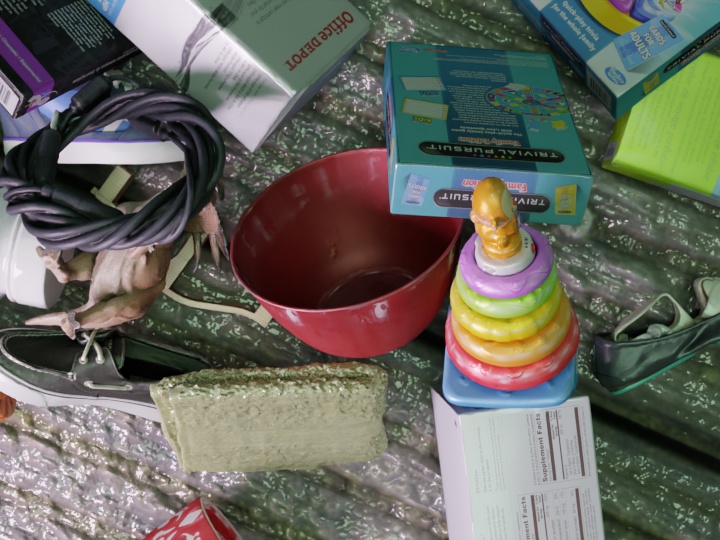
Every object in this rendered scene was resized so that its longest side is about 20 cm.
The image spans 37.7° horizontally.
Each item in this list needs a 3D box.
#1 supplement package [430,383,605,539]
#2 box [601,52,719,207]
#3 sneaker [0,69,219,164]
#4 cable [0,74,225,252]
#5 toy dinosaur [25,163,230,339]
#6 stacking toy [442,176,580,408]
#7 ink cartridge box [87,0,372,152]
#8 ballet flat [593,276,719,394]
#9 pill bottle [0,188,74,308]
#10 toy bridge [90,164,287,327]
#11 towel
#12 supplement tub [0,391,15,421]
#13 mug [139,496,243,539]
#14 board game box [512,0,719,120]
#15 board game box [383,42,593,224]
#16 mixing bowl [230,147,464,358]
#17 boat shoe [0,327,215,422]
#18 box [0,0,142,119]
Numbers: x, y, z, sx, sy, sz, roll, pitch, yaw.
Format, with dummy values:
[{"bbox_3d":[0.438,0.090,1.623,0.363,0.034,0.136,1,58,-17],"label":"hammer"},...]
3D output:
[{"bbox_3d":[0.134,0.201,0.906,0.109,0.156,0.203,-7,93,-4],"label":"supplement package"},{"bbox_3d":[0.333,-0.121,0.954,0.198,0.048,0.123,18,92,-2],"label":"box"},{"bbox_3d":[-0.218,-0.167,0.910,0.197,0.081,0.149,0,97,3],"label":"sneaker"},{"bbox_3d":[-0.190,-0.081,0.796,0.162,0.200,0.051,-32,138,-20],"label":"cable"},{"bbox_3d":[-0.181,-0.006,0.865,0.086,0.135,0.200,47,106,20],"label":"toy dinosaur"},{"bbox_3d":[0.108,0.005,0.791,0.108,0.201,0.117,-2,48,12],"label":"stacking toy"},{"bbox_3d":[-0.110,-0.219,0.877,0.200,0.145,0.084,42,134,-4],"label":"ink cartridge box"},{"bbox_3d":[0.300,0.046,0.952,0.198,0.073,0.074,-22,93,1],"label":"ballet flat"},{"bbox_3d":[-0.351,-0.034,0.895,0.197,0.113,0.115,13,92,-3],"label":"pill bottle"},{"bbox_3d":[-0.161,-0.012,0.947,0.199,0.027,0.068,37,92,-3],"label":"toy bridge"},{"bbox_3d":[-0.074,0.127,0.912,0.197,0.149,0.037,-3,54,-2],"label":"towel"},{"bbox_3d":[-0.406,0.120,0.894,0.198,0.123,0.124,-23,93,-1],"label":"supplement tub"},{"bbox_3d":[-0.180,0.311,0.932,0.199,0.178,0.134,-38,57,-5],"label":"mug"},{"bbox_3d":[0.255,-0.253,0.918,0.199,0.047,0.152,-37,69,0],"label":"board game box"},{"bbox_3d":[0.097,-0.118,0.872,0.149,0.201,0.047,4,128,-3],"label":"board game box"},{"bbox_3d":[0.000,0.000,0.892,0.198,0.201,0.109,-19,130,-2],"label":"mixing bowl"},{"bbox_3d":[-0.222,0.077,0.899,0.198,0.071,0.064,14,132,-27],"label":"boat shoe"},{"bbox_3d":[-0.250,-0.224,0.866,0.143,0.036,0.200,49,49,1],"label":"box"}]
